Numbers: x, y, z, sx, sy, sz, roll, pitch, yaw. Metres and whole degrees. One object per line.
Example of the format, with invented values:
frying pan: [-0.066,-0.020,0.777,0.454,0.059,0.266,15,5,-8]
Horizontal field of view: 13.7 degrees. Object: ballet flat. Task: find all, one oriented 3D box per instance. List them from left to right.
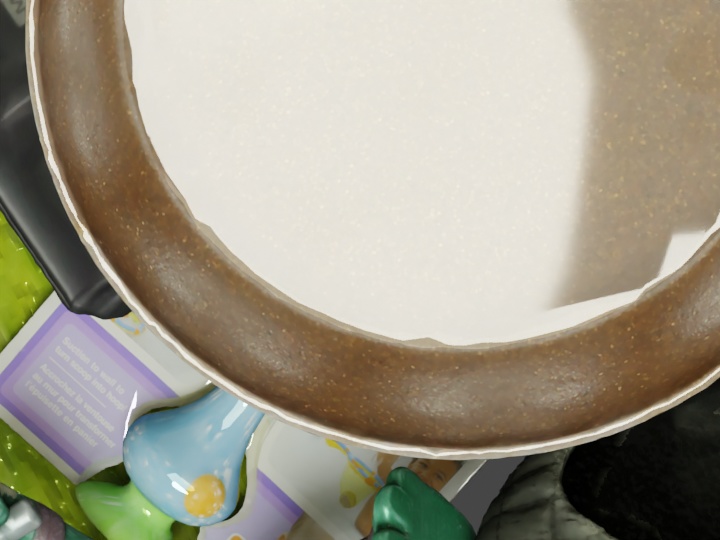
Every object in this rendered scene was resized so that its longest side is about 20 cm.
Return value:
ballet flat: [0.090,0.037,0.740,0.066,0.057,0.200,38,53,15]

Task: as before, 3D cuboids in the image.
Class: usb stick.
usb stick: [-0.101,-0.078,0.748,0.055,0.033,0.200,-37,82,11]

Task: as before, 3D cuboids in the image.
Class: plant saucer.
plant saucer: [0.024,-0.056,0.691,0.199,0.035,0.201,0,107,0]

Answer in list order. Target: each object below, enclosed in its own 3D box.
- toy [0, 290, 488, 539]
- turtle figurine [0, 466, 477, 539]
toy: [0.000,0.000,0.760,0.115,0.047,0.200,42,105,1]
turtle figurine: [-0.061,0.119,0.753,0.199,0.101,0.150,-16,89,29]
